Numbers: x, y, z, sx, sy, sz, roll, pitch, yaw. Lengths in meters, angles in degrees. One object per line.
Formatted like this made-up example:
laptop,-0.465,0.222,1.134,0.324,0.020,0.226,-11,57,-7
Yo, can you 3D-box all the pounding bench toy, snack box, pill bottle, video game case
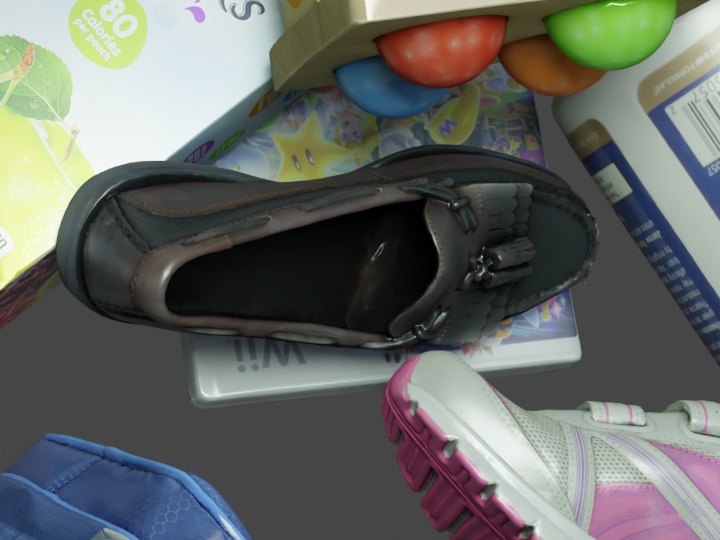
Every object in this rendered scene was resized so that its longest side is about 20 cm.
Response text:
pounding bench toy,0.071,-0.138,0.888,0.199,0.124,0.157,-9,86,-14
snack box,-0.100,-0.108,0.962,0.200,0.068,0.169,-39,84,-14
pill bottle,0.165,-0.008,0.992,0.111,0.111,0.201,-33,89,-21
video game case,-0.005,-0.056,1.013,0.142,0.018,0.201,-5,76,-17

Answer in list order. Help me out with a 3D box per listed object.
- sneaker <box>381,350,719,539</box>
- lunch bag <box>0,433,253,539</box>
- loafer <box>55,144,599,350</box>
sneaker,0.098,0.080,0.968,0.199,0.081,0.089,34,73,-10
lunch bag,-0.069,0.128,0.840,0.132,0.200,0.136,-44,109,-17
loafer,0.000,0.000,0.932,0.199,0.063,0.072,-1,109,-30
